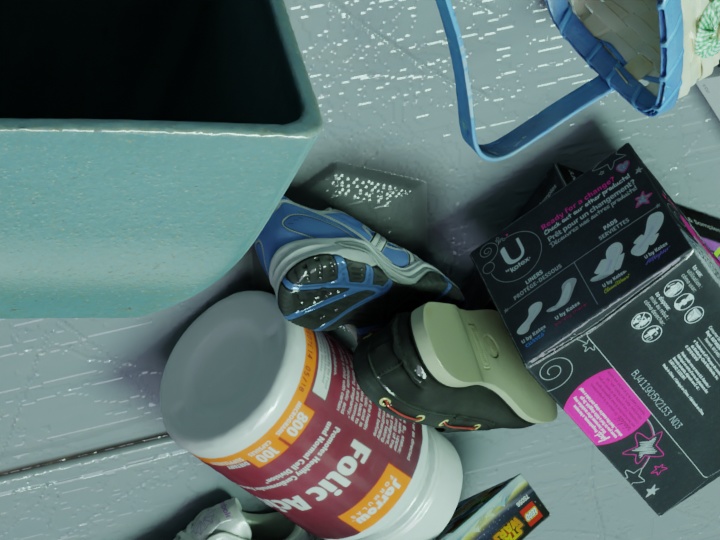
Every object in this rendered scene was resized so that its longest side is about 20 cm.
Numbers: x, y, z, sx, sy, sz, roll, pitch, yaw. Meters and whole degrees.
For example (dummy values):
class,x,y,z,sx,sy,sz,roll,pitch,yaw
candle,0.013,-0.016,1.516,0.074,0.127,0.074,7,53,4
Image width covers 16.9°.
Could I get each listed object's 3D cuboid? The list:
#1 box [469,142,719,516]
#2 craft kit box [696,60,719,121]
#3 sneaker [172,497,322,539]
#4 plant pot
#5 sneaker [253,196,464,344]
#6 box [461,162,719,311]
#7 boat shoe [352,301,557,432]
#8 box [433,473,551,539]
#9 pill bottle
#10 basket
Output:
class,x,y,z,sx,sy,sz,roll,pitch,yaw
box,0.182,0.039,1.554,0.132,0.115,0.200,-35,134,9
craft kit box,0.339,-0.094,1.531,0.197,0.049,0.200,-7,143,32
sneaker,-0.120,0.204,1.676,0.199,0.075,0.100,-10,117,-15
plant pot,-0.156,-0.079,1.316,0.195,0.197,0.201,-1,140,-21
sneaker,0.000,0.000,1.528,0.076,0.077,0.200,-40,150,12
box,0.171,0.015,1.631,0.199,0.036,0.143,17,122,-31
boat shoe,0.064,0.066,1.550,0.063,0.074,0.201,-27,158,24
box,0.025,0.223,1.649,0.200,0.040,0.137,-38,-178,-29
pill bottle,-0.028,0.107,1.579,0.114,0.114,0.200,-39,133,15
basket,0.132,-0.170,1.373,0.199,0.139,0.177,-27,137,-11
